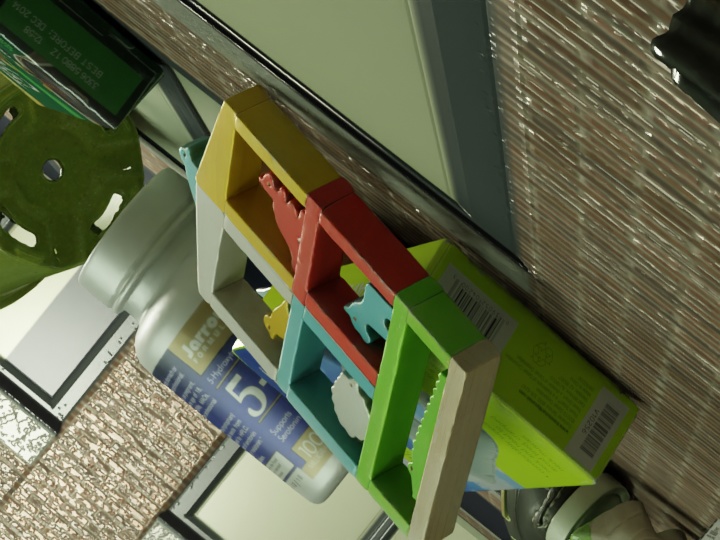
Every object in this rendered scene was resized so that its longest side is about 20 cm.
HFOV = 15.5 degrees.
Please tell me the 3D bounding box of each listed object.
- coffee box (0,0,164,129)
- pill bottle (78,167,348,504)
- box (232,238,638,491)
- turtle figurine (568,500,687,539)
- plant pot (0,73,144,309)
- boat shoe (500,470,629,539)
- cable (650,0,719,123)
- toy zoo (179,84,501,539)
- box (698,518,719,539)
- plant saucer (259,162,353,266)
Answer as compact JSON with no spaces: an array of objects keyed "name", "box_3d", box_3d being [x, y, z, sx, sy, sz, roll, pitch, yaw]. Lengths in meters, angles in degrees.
[{"name":"coffee box","box_3d":[-0.180,-0.131,1.381,0.123,0.044,0.200,41,174,-19]},{"name":"pill bottle","box_3d":[-0.066,0.035,1.588,0.200,0.120,0.120,38,175,2]},{"name":"box","box_3d":[0.025,0.049,1.213,0.122,0.048,0.200,41,158,-17]},{"name":"turtle figurine","box_3d":[0.168,0.238,1.421,0.143,0.200,0.194,-4,-131,-36]},{"name":"plant pot","box_3d":[-0.230,-0.065,1.691,0.200,0.200,0.190,41,161,-24]},{"name":"boat shoe","box_3d":[0.120,0.144,1.539,0.061,0.072,0.201,41,169,19]},{"name":"cable","box_3d":[0.142,0.009,0.491,0.200,0.050,0.097,50,-162,31]},{"name":"toy zoo","box_3d":[-0.018,0.011,1.133,0.200,0.020,0.131,49,149,26]},{"name":"box","box_3d":[0.253,0.201,1.206,0.193,0.048,0.200,43,175,-13]},{"name":"plant saucer","box_3d":[0.000,0.000,1.327,0.200,0.032,0.200,38,174,5]}]
